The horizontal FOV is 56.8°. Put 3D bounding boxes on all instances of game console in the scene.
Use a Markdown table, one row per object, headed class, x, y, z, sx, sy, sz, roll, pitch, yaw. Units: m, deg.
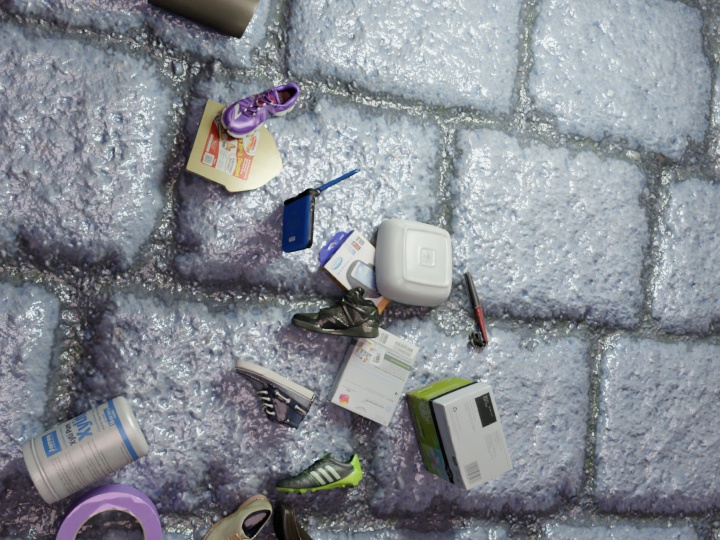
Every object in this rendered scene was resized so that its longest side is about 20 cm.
| class | x | y | z | sx | sy | sz | roll | pitch | yaw |
| --- | --- | --- | --- | --- | --- | --- | --- | --- | --- |
| game console | -0.088 | -0.125 | 1.433 | 0.118 | 0.200 | 0.172 | 3 | 87 | -20 |

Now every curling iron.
| class | x | y | z | sx | sy | sz | roll | pitch | yaw |
| --- | --- | --- | --- | --- | --- | --- | --- | --- | --- |
| curling iron | 0.285 | 0.101 | 1.663 | 0.049 | 0.026 | 0.201 | -7 | 90 | -24 |

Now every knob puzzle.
| class | x | y | z | sx | sy | sz | roll | pitch | yaw |
| --- | --- | --- | --- | --- | --- | --- | --- | --- | --- |
| knob puzzle | -0.267 | -0.257 | 1.463 | 0.218 | 0.030 | 0.221 | 8 | 73 | -27 |

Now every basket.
| class | x | y | z | sx | sy | sz | roll | pitch | yaw |
| --- | --- | --- | --- | --- | --- | --- | --- | --- | --- |
| basket | -0.320 | -0.595 | 1.413 | 0.199 | 0.136 | 0.181 | 25 | 83 | -22 |

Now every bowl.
| class | x | y | z | sx | sy | sz | roll | pitch | yaw |
| --- | --- | --- | --- | --- | --- | --- | --- | --- | --- |
| bowl | 0.136 | -0.023 | 1.561 | 0.199 | 0.075 | 0.201 | 10 | 75 | -27 |

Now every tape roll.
| class | x | y | z | sx | sy | sz | roll | pitch | yaw |
| --- | --- | --- | --- | --- | --- | --- | --- | --- | --- |
| tape roll | -0.501 | 0.537 | 1.332 | 0.199 | 0.066 | 0.202 | 1 | 88 | -21 |

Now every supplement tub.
| class | x | y | z | sx | sy | sz | roll | pitch | yaw |
| --- | --- | --- | --- | --- | --- | --- | --- | --- | --- |
| supplement tub | -0.529 | 0.345 | 1.294 | 0.199 | 0.132 | 0.133 | -26 | 97 | -21 |

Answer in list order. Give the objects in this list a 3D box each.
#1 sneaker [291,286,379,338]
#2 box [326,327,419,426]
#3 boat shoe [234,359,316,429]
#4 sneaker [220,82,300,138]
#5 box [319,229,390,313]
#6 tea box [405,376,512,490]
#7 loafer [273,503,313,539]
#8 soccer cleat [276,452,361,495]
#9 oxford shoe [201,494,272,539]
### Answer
| class | x | y | z | sx | sy | sz | roll | pitch | yaw |
| --- | --- | --- | --- | --- | --- | --- | --- | --- | --- |
| sneaker | -0.054 | 0.088 | 1.495 | 0.198 | 0.076 | 0.115 | 4 | 91 | -2 |
| box | 0.032 | 0.240 | 1.556 | 0.155 | 0.041 | 0.201 | 27 | 78 | -17 |
| boat shoe | -0.197 | 0.273 | 1.449 | 0.199 | 0.075 | 0.093 | 29 | 71 | -18 |
| sneaker | -0.217 | -0.362 | 1.451 | 0.200 | 0.083 | 0.081 | -38 | 97 | -27 |
| box | 0.000 | 0.000 | 1.554 | 0.200 | 0.041 | 0.119 | 44 | 74 | -16 |
| tea box | 0.223 | 0.367 | 1.539 | 0.133 | 0.197 | 0.201 | -16 | 93 | -21 |
| loafer | -0.138 | 0.600 | 1.468 | 0.071 | 0.073 | 0.201 | -17 | 102 | -26 |
| soccer cleat | -0.094 | 0.455 | 1.495 | 0.199 | 0.068 | 0.082 | -1 | 71 | -21 |
| oxford shoe | -0.271 | 0.560 | 1.412 | 0.200 | 0.074 | 0.071 | -44 | 102 | -17 |
